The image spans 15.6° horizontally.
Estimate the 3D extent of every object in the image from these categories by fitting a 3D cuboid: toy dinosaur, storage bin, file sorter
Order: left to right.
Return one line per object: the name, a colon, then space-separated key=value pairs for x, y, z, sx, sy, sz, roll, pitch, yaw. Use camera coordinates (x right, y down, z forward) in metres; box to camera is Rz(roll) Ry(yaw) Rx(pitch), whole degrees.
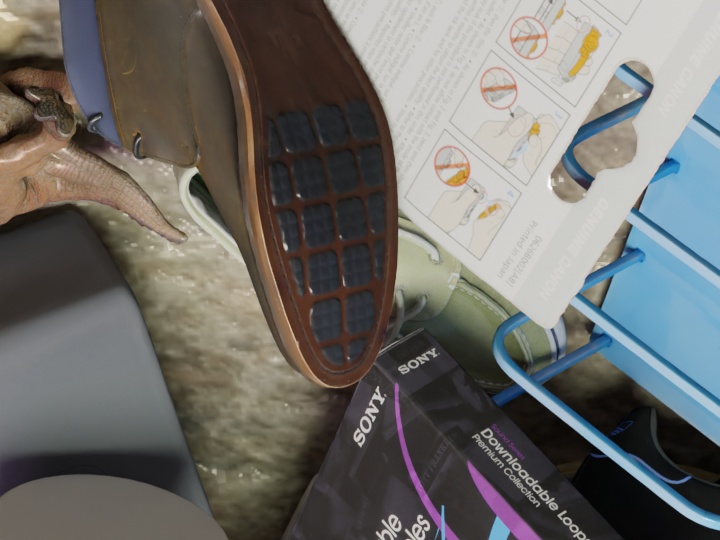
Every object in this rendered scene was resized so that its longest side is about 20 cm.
toy dinosaur: x=-0.169 y=-0.050 z=1.032 sx=0.199 sy=0.086 sz=0.136 roll=23 pitch=129 yaw=-23
storage bin: x=-0.147 y=0.074 z=1.099 sx=0.134 sy=0.146 sz=0.201 roll=-24 pitch=125 yaw=-12
file sorter: x=0.137 y=0.008 z=0.986 sx=0.139 sy=0.122 sz=0.201 roll=38 pitch=132 yaw=26

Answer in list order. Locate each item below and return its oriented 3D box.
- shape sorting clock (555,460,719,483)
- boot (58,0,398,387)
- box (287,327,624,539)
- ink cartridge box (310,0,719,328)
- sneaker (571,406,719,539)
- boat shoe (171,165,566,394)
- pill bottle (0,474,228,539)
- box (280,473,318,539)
shape sorting clock: x=0.120 y=0.161 z=1.188 sx=0.198 sy=0.039 sz=0.201 roll=2 pitch=126 yaw=3
boot: x=-0.049 y=-0.054 z=0.948 sx=0.097 sy=0.074 sz=0.202 roll=-11 pitch=92 yaw=46
box: x=0.055 y=0.140 z=1.014 sx=0.200 sy=0.036 sz=0.143 roll=48 pitch=139 yaw=23
ink cartridge box: x=0.038 y=-0.104 z=0.937 sx=0.200 sy=0.050 sz=0.163 roll=39 pitch=125 yaw=12
sneaker: x=0.176 y=0.132 z=1.089 sx=0.199 sy=0.070 sz=0.078 roll=31 pitch=81 yaw=-5
boat shoe: x=0.000 y=0.000 z=1.063 sx=0.199 sy=0.062 sz=0.072 roll=33 pitch=123 yaw=-20
pill bottle: x=-0.114 y=0.190 z=1.024 sx=0.115 sy=0.116 sz=0.201 roll=11 pitch=112 yaw=-4
box: x=0.036 y=0.207 z=1.124 sx=0.199 sy=0.153 sz=0.107 roll=25 pitch=131 yaw=-2
